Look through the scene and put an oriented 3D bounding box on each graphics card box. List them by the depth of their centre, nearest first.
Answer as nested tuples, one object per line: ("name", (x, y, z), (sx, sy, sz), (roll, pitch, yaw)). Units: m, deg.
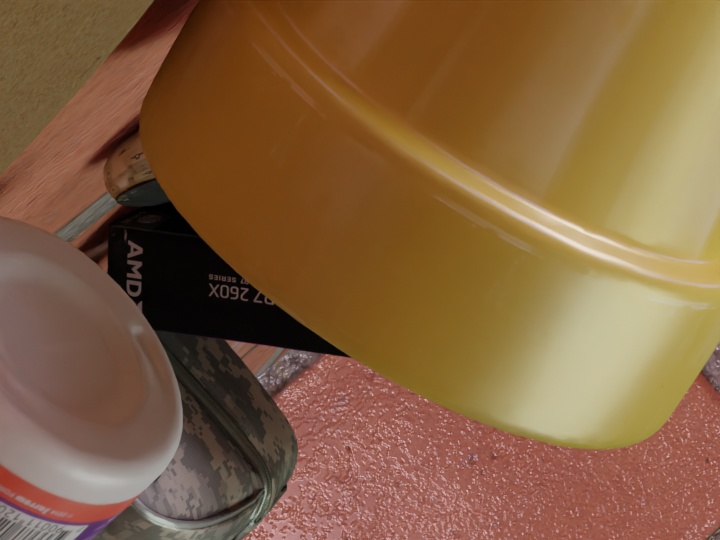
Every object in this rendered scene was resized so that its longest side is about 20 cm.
("graphics card box", (0.000, 0.000, 1.294), (0.125, 0.199, 0.051), (-37, 133, -67))

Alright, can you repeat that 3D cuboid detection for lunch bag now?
("lunch bag", (-0.143, 0.110, 1.324), (0.200, 0.140, 0.168), (-37, -175, 22))

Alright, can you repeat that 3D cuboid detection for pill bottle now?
("pill bottle", (-0.163, 0.082, 0.999), (0.200, 0.112, 0.111), (-42, 177, 27))

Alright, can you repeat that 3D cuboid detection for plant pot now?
("plant pot", (0.060, -0.077, 0.912), (0.189, 0.200, 0.201), (-57, 171, 20))

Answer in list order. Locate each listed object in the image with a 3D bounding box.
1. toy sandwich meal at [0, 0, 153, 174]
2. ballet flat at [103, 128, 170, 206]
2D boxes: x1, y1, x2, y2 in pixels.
("toy sandwich meal", (-0.104, -0.038, 0.492), (0.205, 0.070, 0.205), (-46, 179, -1))
("ballet flat", (-0.025, -0.080, 1.143), (0.200, 0.057, 0.066), (-32, -176, -32))
